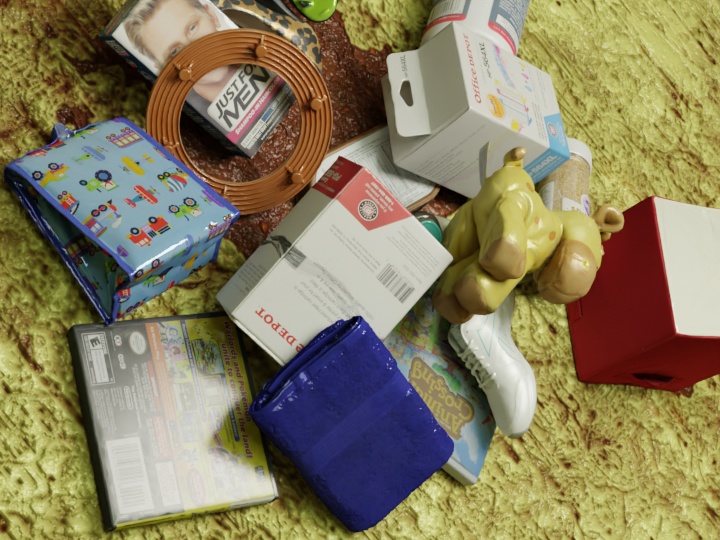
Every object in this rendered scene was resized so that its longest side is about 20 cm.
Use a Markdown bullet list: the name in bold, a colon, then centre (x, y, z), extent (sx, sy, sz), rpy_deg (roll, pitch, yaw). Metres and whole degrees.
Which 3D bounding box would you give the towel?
- **towel**: centre (-0.008, 0.155, 1.350), extent (0.147, 0.050, 0.201), rpy_deg (-39, 118, -5)

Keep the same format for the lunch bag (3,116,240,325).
- **lunch bag**: centre (-0.247, -0.073, 1.341), extent (0.200, 0.094, 0.150), rpy_deg (48, 49, 11)

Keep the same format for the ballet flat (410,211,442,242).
- **ballet flat**: centre (0.000, 0.000, 1.462), extent (0.199, 0.068, 0.068), rpy_deg (-31, 117, -11)

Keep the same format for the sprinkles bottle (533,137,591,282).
- **sprinkles bottle**: centre (0.246, -0.069, 1.633), extent (0.068, 0.068, 0.201), rpy_deg (26, 49, -20)

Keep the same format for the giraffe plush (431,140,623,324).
- **giraffe plush**: centre (0.187, -0.023, 1.438), extent (0.161, 0.172, 0.202), rpy_deg (23, 66, -18)

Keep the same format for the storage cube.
- **storage cube**: centre (0.368, 0.030, 1.615), extent (0.170, 0.180, 0.202), rpy_deg (8, 66, -28)

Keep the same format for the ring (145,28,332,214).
- **ring**: centre (-0.125, -0.152, 1.406), extent (0.199, 0.202, 0.019), rpy_deg (22, 15, -22)

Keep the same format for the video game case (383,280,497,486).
- **video game case**: centre (0.082, 0.109, 1.488), extent (0.200, 0.022, 0.183), rpy_deg (40, 54, -20)

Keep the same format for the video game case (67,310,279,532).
- **video game case**: centre (-0.184, 0.143, 1.322), extent (0.179, 0.025, 0.202), rpy_deg (-4, 71, -33)

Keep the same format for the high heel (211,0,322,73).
- **high heel**: centre (-0.130, -0.252, 1.498), extent (0.143, 0.071, 0.200), rpy_deg (51, 46, 3)

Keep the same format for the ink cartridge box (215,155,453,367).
- **ink cartridge box**: centre (-0.028, 0.008, 1.369), extent (0.200, 0.083, 0.147), rpy_deg (-48, 114, -4)

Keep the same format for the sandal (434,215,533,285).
- **sandal**: centre (0.128, -0.030, 1.568), extent (0.199, 0.057, 0.081), rpy_deg (5, 67, -28)

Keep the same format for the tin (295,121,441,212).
- **tin**: centre (0.013, -0.102, 1.544), extent (0.199, 0.042, 0.112), rpy_deg (-31, 83, -37)

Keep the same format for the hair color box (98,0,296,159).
- **hair color box**: centre (-0.167, -0.220, 1.423), extent (0.200, 0.060, 0.100), rpy_deg (40, 81, -24)

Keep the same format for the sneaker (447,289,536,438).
- **sneaker**: centre (0.137, 0.091, 1.485), extent (0.080, 0.070, 0.202), rpy_deg (1, 65, -31)

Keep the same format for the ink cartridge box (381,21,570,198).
- **ink cartridge box**: centre (0.124, -0.180, 1.553), extent (0.199, 0.125, 0.130), rpy_deg (20, 49, -39)

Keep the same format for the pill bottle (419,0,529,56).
- **pill bottle**: centre (0.150, -0.332, 1.677), extent (0.119, 0.119, 0.201), rpy_deg (28, 57, -18)

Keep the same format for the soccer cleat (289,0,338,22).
- **soccer cleat**: centre (-0.076, -0.374, 1.575), extent (0.067, 0.081, 0.201), rpy_deg (-29, 76, 7)
